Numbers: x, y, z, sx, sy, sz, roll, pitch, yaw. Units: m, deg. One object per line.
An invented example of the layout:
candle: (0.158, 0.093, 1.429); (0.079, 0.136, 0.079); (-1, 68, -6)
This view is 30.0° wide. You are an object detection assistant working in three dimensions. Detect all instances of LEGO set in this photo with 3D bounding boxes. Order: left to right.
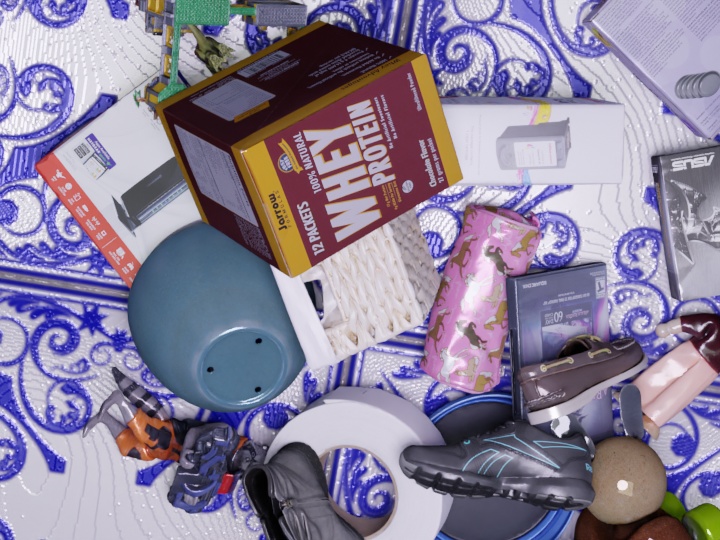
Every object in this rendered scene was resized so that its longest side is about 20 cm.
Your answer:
LEGO set: (-0.146, -0.226, 1.361); (0.199, 0.116, 0.154); (-13, 113, -27)

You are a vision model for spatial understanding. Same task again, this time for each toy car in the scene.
toy car: (0.270, 0.229, 1.421); (0.164, 0.158, 0.201); (-22, 98, -19)

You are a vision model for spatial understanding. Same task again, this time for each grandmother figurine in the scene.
grandmother figurine: (0.376, 0.097, 1.463); (0.200, 0.061, 0.121); (-44, 109, 8)

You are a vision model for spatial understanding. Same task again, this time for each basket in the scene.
basket: (0.000, 0.000, 1.351); (0.123, 0.200, 0.136); (-19, 98, 13)

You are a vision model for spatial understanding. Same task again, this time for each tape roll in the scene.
tape roll: (-0.003, 0.229, 1.438); (0.202, 0.071, 0.203); (2, 99, 16)

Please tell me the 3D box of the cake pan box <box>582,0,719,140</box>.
cake pan box: (0.365, -0.271, 1.406); (0.184, 0.052, 0.200); (41, 96, -10)

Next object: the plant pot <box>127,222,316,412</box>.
plant pot: (-0.132, 0.067, 1.369); (0.199, 0.135, 0.201); (-6, 118, -12)

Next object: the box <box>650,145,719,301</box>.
box: (0.422, -0.061, 1.435); (0.199, 0.048, 0.159); (-9, 93, 0)

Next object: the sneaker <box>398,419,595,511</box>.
sneaker: (0.138, 0.192, 1.358); (0.199, 0.075, 0.080); (9, 69, -4)

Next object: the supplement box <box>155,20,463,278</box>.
supplement box: (-0.050, -0.121, 1.262); (0.197, 0.200, 0.133); (-31, 121, -18)

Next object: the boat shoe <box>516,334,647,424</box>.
boat shoe: (0.231, 0.099, 1.388); (0.072, 0.200, 0.060); (-23, 89, 45)

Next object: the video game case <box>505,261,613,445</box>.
video game case: (0.215, 0.098, 1.432); (0.143, 0.019, 0.201); (-9, 97, -38)

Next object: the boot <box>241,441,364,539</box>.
boot: (-0.055, 0.276, 1.354); (0.068, 0.131, 0.200); (-28, 90, 18)

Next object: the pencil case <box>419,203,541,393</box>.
pencil case: (0.129, 0.027, 1.431); (0.086, 0.083, 0.201); (8, 101, -42)

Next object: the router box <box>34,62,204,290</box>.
router box: (-0.210, -0.087, 1.415); (0.179, 0.049, 0.200); (-37, 99, 4)

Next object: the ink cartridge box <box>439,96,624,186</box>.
ink cartridge box: (0.156, -0.134, 1.371); (0.199, 0.148, 0.086); (-1, 100, -3)

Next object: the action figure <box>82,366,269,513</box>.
action figure: (-0.184, 0.172, 1.422); (0.193, 0.200, 0.105); (23, 53, -13)

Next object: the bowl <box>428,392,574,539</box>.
bowl: (0.142, 0.230, 1.485); (0.200, 0.039, 0.201); (0, 100, -2)
